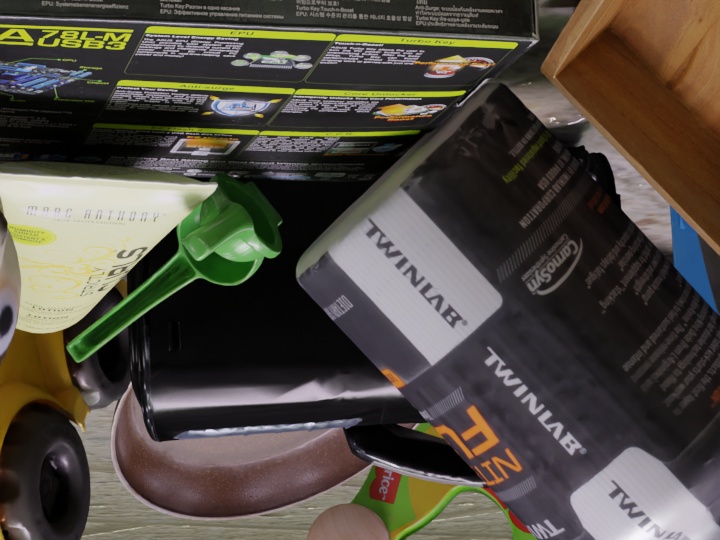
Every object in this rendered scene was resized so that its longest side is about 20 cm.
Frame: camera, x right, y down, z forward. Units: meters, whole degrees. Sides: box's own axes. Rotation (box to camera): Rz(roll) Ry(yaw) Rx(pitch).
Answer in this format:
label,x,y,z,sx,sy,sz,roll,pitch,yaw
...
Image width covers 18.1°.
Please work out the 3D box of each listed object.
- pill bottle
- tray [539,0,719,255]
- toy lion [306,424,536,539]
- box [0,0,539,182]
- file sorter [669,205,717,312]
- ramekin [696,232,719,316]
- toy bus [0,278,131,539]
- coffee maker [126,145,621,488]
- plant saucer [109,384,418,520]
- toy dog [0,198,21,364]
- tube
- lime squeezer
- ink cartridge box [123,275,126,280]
label,x,y,z,sx,sy,sz,roll,pitch,yaw
pill bottle,0.079,0.037,0.827,0.106,0.200,0.106,-43,-178,2
tray,0.117,-0.066,0.690,0.037,0.099,0.200,-43,176,-11
toy lion,0.085,0.108,1.309,0.191,0.201,0.069,15,169,10
box,-0.065,-0.072,0.744,0.199,0.048,0.193,1,167,-15
file sorter,0.217,0.053,1.033,0.138,0.201,0.123,-4,171,9
ramekin,0.219,-0.023,0.850,0.199,0.106,0.200,-7,170,-1
toy bus,-0.200,0.025,0.975,0.135,0.201,0.192,-4,135,21
coffee maker,0.000,0.000,0.971,0.199,0.135,0.192,-3,145,-4
plant saucer,-0.043,0.057,1.210,0.199,0.032,0.201,-18,142,-15
toy dog,-0.194,-0.005,0.647,0.199,0.140,0.194,11,139,-25
tube,-0.106,-0.014,0.807,0.058,0.052,0.200,-40,-178,-17
lime squeezer,-0.060,-0.010,0.827,0.070,0.038,0.200,-20,176,-21
ink cartridge box,-0.197,0.037,1.246,0.199,0.050,0.162,-3,169,-11
